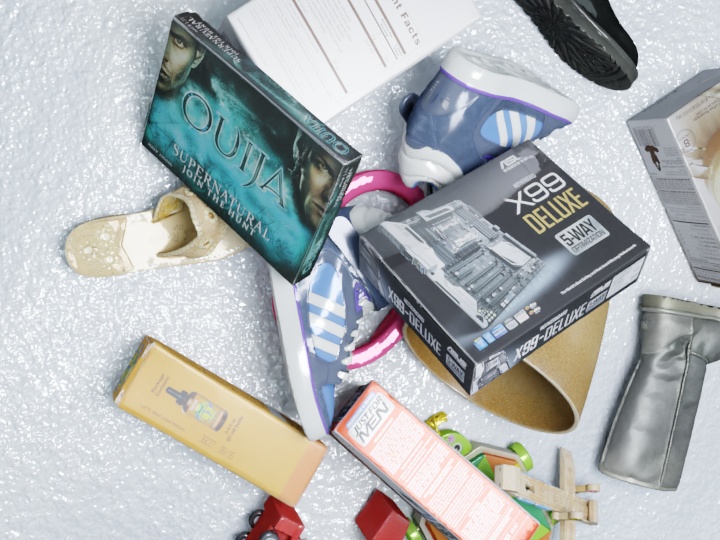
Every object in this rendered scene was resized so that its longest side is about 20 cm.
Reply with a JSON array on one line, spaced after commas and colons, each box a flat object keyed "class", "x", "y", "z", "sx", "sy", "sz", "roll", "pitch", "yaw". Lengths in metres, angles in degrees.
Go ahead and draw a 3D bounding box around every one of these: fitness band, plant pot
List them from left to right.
[{"class": "fitness band", "x": 0.000, "y": 0.000, "z": 0.917, "sx": 0.143, "sy": 0.037, "sz": 0.202, "roll": 36, "pitch": 84, "yaw": -17}, {"class": "plant pot", "x": 0.166, "y": 0.021, "z": 0.910, "sx": 0.186, "sy": 0.186, "sz": 0.202, "roll": 39, "pitch": 68, "yaw": -16}]

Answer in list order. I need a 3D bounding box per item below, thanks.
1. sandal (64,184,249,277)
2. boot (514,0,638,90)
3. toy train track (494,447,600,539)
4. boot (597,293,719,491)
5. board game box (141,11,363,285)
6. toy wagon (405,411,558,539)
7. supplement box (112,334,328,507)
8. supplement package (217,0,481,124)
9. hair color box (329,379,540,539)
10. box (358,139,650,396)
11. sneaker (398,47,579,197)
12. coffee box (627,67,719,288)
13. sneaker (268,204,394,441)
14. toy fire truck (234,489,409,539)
[{"class": "sandal", "x": -0.161, "y": -0.037, "z": 0.847, "sx": 0.208, "sy": 0.070, "sz": 0.079, "roll": -17, "pitch": 100, "yaw": -14}, {"class": "boot", "x": 0.238, "y": -0.303, "z": 0.932, "sx": 0.211, "sy": 0.079, "sz": 0.158, "roll": 44, "pitch": 83, "yaw": -16}, {"class": "toy train track", "x": 0.201, "y": 0.229, "z": 0.955, "sx": 0.199, "sy": 0.032, "sz": 0.117, "roll": 29, "pitch": 57, "yaw": -44}, {"class": "boot", "x": 0.358, "y": 0.139, "z": 1.020, "sx": 0.178, "sy": 0.073, "sz": 0.205, "roll": 10, "pitch": 87, "yaw": -3}, {"class": "board game box", "x": -0.098, "y": -0.102, "z": 0.789, "sx": 0.199, "sy": 0.136, "sz": 0.028, "roll": 41, "pitch": 41, "yaw": 16}, {"class": "toy wagon", "x": 0.116, "y": 0.242, "z": 0.975, "sx": 0.153, "sy": 0.040, "sz": 0.203, "roll": -31, "pitch": 103, "yaw": -12}, {"class": "supplement box", "x": -0.130, "y": 0.139, "z": 0.878, "sx": 0.198, "sy": 0.069, "sz": 0.067, "roll": 35, "pitch": 86, "yaw": -19}, {"class": "supplement package", "x": -0.016, "y": -0.217, "z": 0.844, "sx": 0.198, "sy": 0.121, "sz": 0.121, "roll": -35, "pitch": 102, "yaw": -11}, {"class": "hair color box", "x": 0.063, "y": 0.193, "z": 0.887, "sx": 0.199, "sy": 0.111, "sz": 0.064, "roll": 42, "pitch": 79, "yaw": 2}, {"class": "box", "x": 0.120, "y": -0.010, "z": 0.803, "sx": 0.198, "sy": 0.158, "sz": 0.050, "roll": -29, "pitch": 148, "yaw": -21}, {"class": "sneaker", "x": 0.116, "y": -0.124, "z": 0.908, "sx": 0.198, "sy": 0.081, "sz": 0.148, "roll": 3, "pitch": 122, "yaw": -47}, {"class": "coffee box", "x": 0.382, "y": -0.097, "z": 0.996, "sx": 0.113, "sy": 0.080, "sz": 0.202, "roll": -32, "pitch": 104, "yaw": -10}, {"class": "sneaker", "x": -0.003, "y": 0.043, "z": 0.860, "sx": 0.143, "sy": 0.081, "sz": 0.205, "roll": -11, "pitch": 91, "yaw": -8}, {"class": "toy fire truck", "x": -0.057, "y": 0.293, "z": 0.921, "sx": 0.140, "sy": 0.049, "sz": 0.202, "roll": 33, "pitch": 91, "yaw": -25}]
